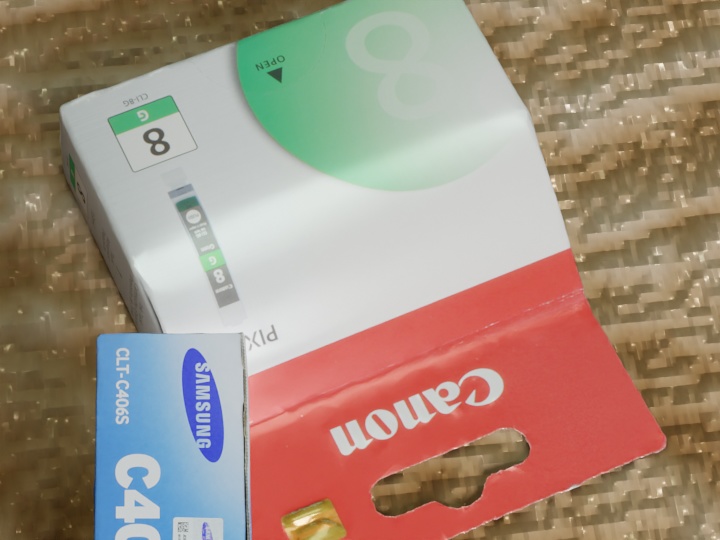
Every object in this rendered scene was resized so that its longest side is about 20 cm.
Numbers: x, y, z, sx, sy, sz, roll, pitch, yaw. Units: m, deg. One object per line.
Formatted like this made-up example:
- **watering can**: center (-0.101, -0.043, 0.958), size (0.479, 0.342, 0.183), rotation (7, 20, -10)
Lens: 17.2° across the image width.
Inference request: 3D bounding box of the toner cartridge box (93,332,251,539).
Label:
- **toner cartridge box**: center (-0.057, 0.107, 0.704), size (0.043, 0.200, 0.096), rotation (-1, 60, -6)

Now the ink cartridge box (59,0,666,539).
- **ink cartridge box**: center (0.000, 0.000, 0.858), size (0.160, 0.050, 0.201), rotation (-21, 61, -15)
